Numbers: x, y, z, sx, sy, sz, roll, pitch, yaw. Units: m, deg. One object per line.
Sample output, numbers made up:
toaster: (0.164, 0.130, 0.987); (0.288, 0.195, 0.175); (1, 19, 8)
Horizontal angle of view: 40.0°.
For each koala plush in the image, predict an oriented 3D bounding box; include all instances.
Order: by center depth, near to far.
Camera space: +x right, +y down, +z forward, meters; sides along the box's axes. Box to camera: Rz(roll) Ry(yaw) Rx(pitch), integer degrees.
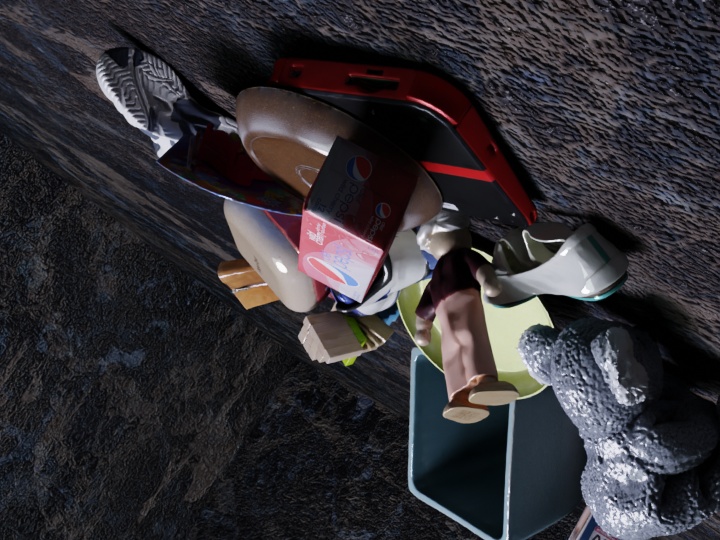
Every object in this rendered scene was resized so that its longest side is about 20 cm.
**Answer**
koala plush: (0.244, 0.125, 0.913); (0.200, 0.184, 0.177); (49, 164, -20)

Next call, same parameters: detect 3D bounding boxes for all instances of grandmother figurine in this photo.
grandmother figurine: (0.088, 0.031, 0.886); (0.060, 0.203, 0.121); (20, 141, -38)

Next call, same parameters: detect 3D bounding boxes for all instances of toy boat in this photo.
toy boat: (-0.063, -0.046, 1.078); (0.131, 0.130, 0.200); (48, 168, 14)

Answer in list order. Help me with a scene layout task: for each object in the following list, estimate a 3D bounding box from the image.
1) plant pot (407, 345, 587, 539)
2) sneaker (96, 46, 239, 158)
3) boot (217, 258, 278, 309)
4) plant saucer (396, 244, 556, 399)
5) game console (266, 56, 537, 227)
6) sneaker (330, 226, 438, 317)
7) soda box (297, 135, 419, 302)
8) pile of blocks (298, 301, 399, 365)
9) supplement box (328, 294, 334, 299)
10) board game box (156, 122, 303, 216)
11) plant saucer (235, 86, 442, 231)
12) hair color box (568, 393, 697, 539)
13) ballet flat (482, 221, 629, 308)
plant pot: (0.195, 0.196, 1.234); (0.197, 0.200, 0.195); (-8, -166, -33)
sneaker: (-0.230, -0.176, 1.144); (0.197, 0.081, 0.129); (27, 165, -29)
boot: (-0.060, 0.025, 1.269); (0.197, 0.070, 0.188); (-17, 152, 13)
plant saucer: (0.126, 0.048, 1.047); (0.198, 0.031, 0.202); (25, 138, 25)
game console: (0.031, -0.103, 0.794); (0.198, 0.031, 0.177); (17, 163, 41)
sneaker: (0.000, 0.000, 1.013); (0.199, 0.114, 0.082); (-31, 76, 60)
soda box: (-0.007, -0.033, 0.791); (0.069, 0.064, 0.200); (27, 167, 2)
pile of blocks: (0.002, 0.060, 1.152); (0.082, 0.200, 0.063); (39, 134, 10)
supplement box: (-0.055, -0.007, 1.459); (0.198, 0.061, 0.109); (24, 166, 37)
board game box: (-0.106, -0.111, 0.965); (0.156, 0.039, 0.200); (19, -162, -4)
plant saucer: (-0.025, -0.085, 0.841); (0.198, 0.032, 0.200); (27, 167, 7)
hair color box: (0.298, 0.225, 1.065); (0.060, 0.202, 0.100); (29, 169, 13)
ballet flat: (0.152, -0.010, 0.839); (0.069, 0.070, 0.200); (35, 166, -15)
